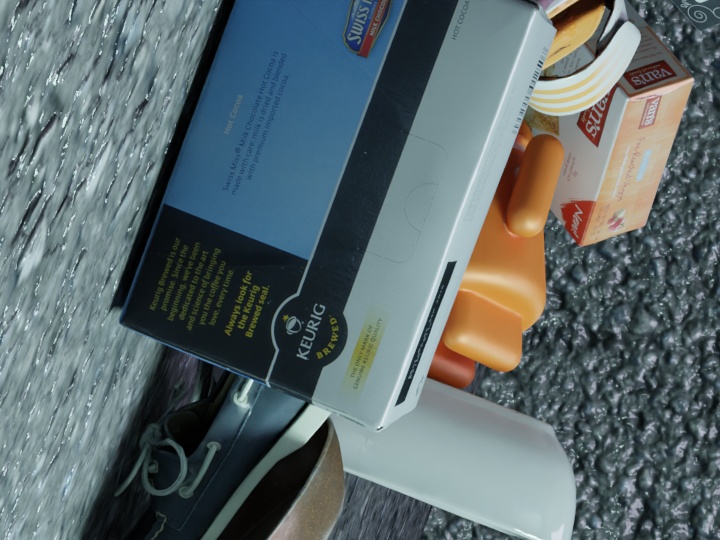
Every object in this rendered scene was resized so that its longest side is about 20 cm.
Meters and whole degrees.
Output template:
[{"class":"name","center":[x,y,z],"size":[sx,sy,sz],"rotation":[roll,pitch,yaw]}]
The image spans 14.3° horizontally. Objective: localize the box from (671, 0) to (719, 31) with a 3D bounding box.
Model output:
[{"class":"box","center":[0.218,-0.257,1.601],"size":[0.114,0.132,0.201],"rotation":[-22,-147,45]}]

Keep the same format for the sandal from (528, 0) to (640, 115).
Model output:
[{"class":"sandal","center":[0.117,-0.118,1.542],"size":[0.079,0.059,0.207],"rotation":[-34,175,5]}]

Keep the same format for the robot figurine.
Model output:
[{"class":"robot figurine","center":[0.061,-0.030,1.812],"size":[0.144,0.116,0.201],"rotation":[111,-20,-62]}]

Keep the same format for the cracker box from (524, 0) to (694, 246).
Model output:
[{"class":"cracker box","center":[0.125,-0.133,1.851],"size":[0.057,0.200,0.134],"rotation":[-18,143,-27]}]

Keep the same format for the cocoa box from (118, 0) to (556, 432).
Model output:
[{"class":"cocoa box","center":[-0.008,-0.046,1.306],"size":[0.133,0.131,0.201],"rotation":[-8,118,-82]}]

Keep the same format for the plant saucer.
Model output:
[{"class":"plant saucer","center":[-0.072,0.158,1.451],"size":[0.200,0.034,0.200],"rotation":[-46,-171,10]}]

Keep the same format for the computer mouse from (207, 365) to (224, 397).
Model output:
[{"class":"computer mouse","center":[-0.044,0.054,1.559],"size":[0.109,0.044,0.200],"rotation":[-34,155,-29]}]

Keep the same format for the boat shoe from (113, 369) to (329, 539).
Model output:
[{"class":"boat shoe","center":[-0.075,0.088,1.434],"size":[0.200,0.062,0.075],"rotation":[-49,-164,32]}]

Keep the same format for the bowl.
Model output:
[{"class":"bowl","center":[0.041,0.108,1.795],"size":[0.200,0.199,0.075],"rotation":[174,-63,-84]}]
